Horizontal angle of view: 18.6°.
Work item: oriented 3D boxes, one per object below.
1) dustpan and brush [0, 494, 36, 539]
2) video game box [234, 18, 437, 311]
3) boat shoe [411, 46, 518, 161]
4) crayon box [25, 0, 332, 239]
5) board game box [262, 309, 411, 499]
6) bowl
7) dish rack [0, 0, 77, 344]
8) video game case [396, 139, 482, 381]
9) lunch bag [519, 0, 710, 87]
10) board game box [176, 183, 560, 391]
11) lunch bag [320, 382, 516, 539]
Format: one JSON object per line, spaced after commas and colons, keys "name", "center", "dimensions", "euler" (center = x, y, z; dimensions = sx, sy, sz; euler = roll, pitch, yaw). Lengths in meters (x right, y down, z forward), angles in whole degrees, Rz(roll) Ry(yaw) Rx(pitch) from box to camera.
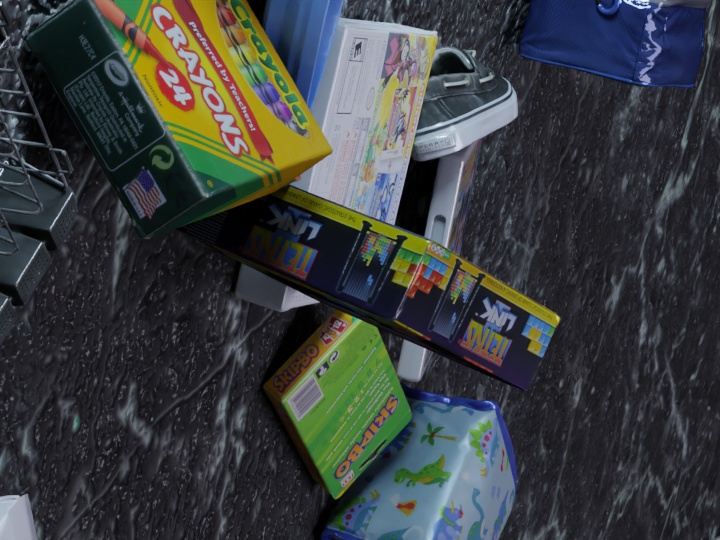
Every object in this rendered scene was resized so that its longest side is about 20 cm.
{"name": "dustpan and brush", "center": [-0.240, 0.228, 1.196], "dimensions": [0.200, 0.057, 0.140], "euler": [-62, 157, -47]}
{"name": "video game box", "center": [-0.014, -0.079, 1.559], "dimensions": [0.182, 0.047, 0.201], "euler": [-7, 112, -66]}
{"name": "boat shoe", "center": [0.077, -0.141, 1.720], "dimensions": [0.200, 0.072, 0.071], "euler": [-49, 127, -71]}
{"name": "crayon box", "center": [-0.089, -0.099, 1.232], "dimensions": [0.127, 0.051, 0.200], "euler": [59, 25, 2]}
{"name": "board game box", "center": [-0.013, 0.102, 1.689], "dimensions": [0.096, 0.030, 0.200], "euler": [-46, 151, -13]}
{"name": "bowl", "center": [-0.027, -0.195, 1.360], "dimensions": [0.201, 0.039, 0.202], "euler": [14, 90, -90]}
{"name": "dish rack", "center": [-0.205, -0.038, 1.066], "dimensions": [0.201, 0.054, 0.154], "euler": [75, 35, -52]}
{"name": "video game case", "center": [0.067, -0.023, 1.787], "dimensions": [0.200, 0.024, 0.183], "euler": [-58, 159, -74]}
{"name": "lunch bag", "center": [0.229, -0.240, 1.937], "dimensions": [0.200, 0.135, 0.133], "euler": [-11, 116, -67]}
{"name": "board game box", "center": [0.000, 0.000, 1.372], "dimensions": [0.165, 0.199, 0.057], "euler": [30, 84, -52]}
{"name": "lunch bag", "center": [0.060, 0.224, 1.879], "dimensions": [0.171, 0.127, 0.201], "euler": [-61, 147, -32]}
